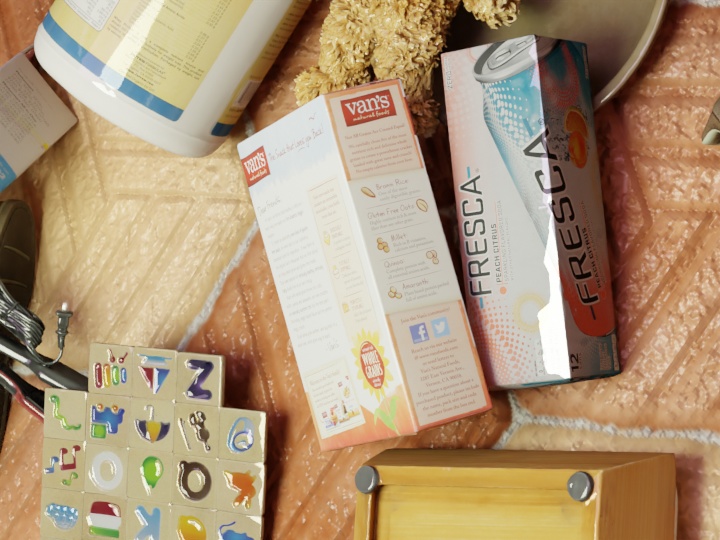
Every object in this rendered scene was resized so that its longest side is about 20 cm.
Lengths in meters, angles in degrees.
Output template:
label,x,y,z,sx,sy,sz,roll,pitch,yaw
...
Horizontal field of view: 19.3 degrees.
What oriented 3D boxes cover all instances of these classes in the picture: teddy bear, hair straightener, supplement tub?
label,x,y,z,sx,sy,sz,roll,pitch,yaw
teddy bear,0.025,-0.172,1.302,0.145,0.067,0.200,45,108,32
hair straightener,-0.221,0.049,1.437,0.200,0.041,0.077,38,102,10
supplement tub,-0.107,-0.191,1.389,0.145,0.145,0.200,41,104,35

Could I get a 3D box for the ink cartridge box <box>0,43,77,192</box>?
label,x,y,z,sx,sy,sz,roll,pitch,yaw
ink cartridge box,-0.277,-0.082,1.497,0.115,0.200,0.068,-34,101,25

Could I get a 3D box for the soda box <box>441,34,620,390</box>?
label,x,y,z,sx,sy,sz,roll,pitch,yaw
soda box,0.099,-0.032,1.233,0.068,0.064,0.200,-8,87,35

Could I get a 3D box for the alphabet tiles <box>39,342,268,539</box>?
label,x,y,z,sx,sy,sz,roll,pitch,yaw
alphabet tiles,-0.137,0.150,1.383,0.166,0.006,0.200,4,94,24

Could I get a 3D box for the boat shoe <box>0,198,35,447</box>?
label,x,y,z,sx,sy,sz,roll,pitch,yaw
boat shoe,-0.284,0.044,1.501,0.068,0.072,0.200,10,85,21

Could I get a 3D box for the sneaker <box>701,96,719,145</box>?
label,x,y,z,sx,sy,sz,roll,pitch,yaw
sneaker,0.251,-0.024,1.152,0.076,0.070,0.200,-47,51,41

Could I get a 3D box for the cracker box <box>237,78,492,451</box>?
label,x,y,z,sx,sy,sz,roll,pitch,yaw
cracker box,0.000,0.000,1.256,0.134,0.058,0.200,-20,85,64

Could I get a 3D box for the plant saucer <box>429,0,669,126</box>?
label,x,y,z,sx,sy,sz,roll,pitch,yaw
plant saucer,0.107,-0.173,1.302,0.200,0.029,0.200,-10,73,34

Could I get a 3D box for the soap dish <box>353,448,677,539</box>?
label,x,y,z,sx,sy,sz,roll,pitch,yaw
soap dish,0.081,0.179,1.209,0.200,0.081,0.158,-3,78,37
